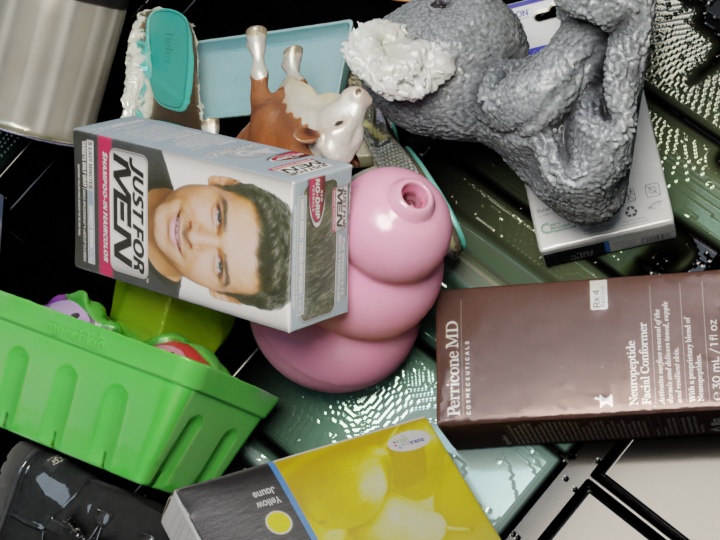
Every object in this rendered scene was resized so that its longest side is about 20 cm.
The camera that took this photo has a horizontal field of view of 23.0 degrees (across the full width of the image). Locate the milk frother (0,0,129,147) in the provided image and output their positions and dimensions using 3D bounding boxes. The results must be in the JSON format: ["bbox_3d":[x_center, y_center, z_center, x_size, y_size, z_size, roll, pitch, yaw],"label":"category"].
[{"bbox_3d":[-0.250,-0.214,1.387,0.180,0.200,0.189,20,100,12],"label":"milk frother"}]

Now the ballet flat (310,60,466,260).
[{"bbox_3d":[0.010,-0.078,1.298,0.072,0.072,0.201,-28,60,3],"label":"ballet flat"}]

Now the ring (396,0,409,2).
[{"bbox_3d":[0.056,-0.298,1.394,0.200,0.019,0.201,-4,71,13],"label":"ring"}]

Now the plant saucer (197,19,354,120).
[{"bbox_3d":[-0.088,-0.145,1.340,0.200,0.019,0.070,-2,68,35],"label":"plant saucer"}]

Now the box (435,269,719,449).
[{"bbox_3d":[0.154,0.061,1.211,0.199,0.075,0.100,-6,70,14],"label":"box"}]

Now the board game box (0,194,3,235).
[{"bbox_3d":[-0.330,0.010,1.286,0.062,0.200,0.200,39,81,-17],"label":"board game box"}]

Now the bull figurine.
[{"bbox_3d":[-0.057,-0.090,1.223,0.065,0.200,0.122,3,61,-27],"label":"bull figurine"}]

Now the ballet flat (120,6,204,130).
[{"bbox_3d":[-0.150,-0.103,1.322,0.072,0.072,0.200,-7,60,11],"label":"ballet flat"}]

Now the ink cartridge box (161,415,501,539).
[{"bbox_3d":[0.004,0.201,1.121,0.197,0.047,0.200,-13,53,-32],"label":"ink cartridge box"}]

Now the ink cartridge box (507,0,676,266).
[{"bbox_3d":[0.161,-0.109,1.289,0.099,0.039,0.201,-12,70,10],"label":"ink cartridge box"}]

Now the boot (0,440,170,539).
[{"bbox_3d":[-0.169,0.226,1.204,0.200,0.066,0.165,22,110,21],"label":"boot"}]

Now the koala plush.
[{"bbox_3d":[0.091,-0.131,1.199,0.199,0.177,0.184,8,94,7],"label":"koala plush"}]

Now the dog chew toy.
[{"bbox_3d":[0.000,0.000,1.201,0.124,0.200,0.125,11,57,-18],"label":"dog chew toy"}]

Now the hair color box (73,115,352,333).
[{"bbox_3d":[-0.100,-0.034,1.160,0.200,0.061,0.099,15,111,37],"label":"hair color box"}]

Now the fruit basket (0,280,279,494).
[{"bbox_3d":[-0.154,0.043,1.257,0.215,0.155,0.216,-7,72,22],"label":"fruit basket"}]
